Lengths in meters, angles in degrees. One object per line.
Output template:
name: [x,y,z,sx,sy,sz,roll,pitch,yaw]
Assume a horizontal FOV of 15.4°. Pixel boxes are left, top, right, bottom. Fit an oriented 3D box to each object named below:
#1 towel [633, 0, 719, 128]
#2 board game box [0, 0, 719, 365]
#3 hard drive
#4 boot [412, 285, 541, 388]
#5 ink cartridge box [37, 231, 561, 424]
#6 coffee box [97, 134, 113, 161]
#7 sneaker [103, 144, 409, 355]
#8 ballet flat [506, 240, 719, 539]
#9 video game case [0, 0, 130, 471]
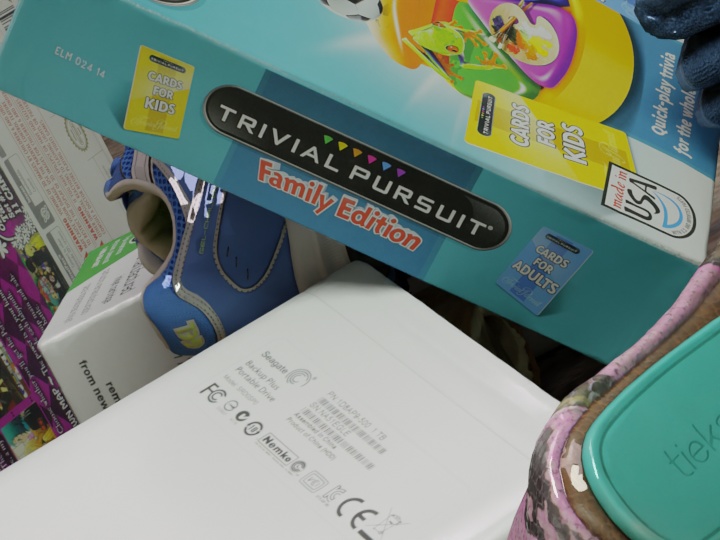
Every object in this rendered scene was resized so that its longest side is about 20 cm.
towel: [0.165,-0.115,0.782,0.111,0.049,0.200,-29,7,41]
board game box: [0.009,-0.068,0.781,0.151,0.199,0.047,-74,10,-55]
hard drive: [-0.046,0.078,0.689,0.199,0.027,0.132,-31,37,-19]
boot: [-0.049,0.068,0.781,0.199,0.066,0.175,-24,12,10]
ink cartridge box: [0.000,0.000,0.936,0.199,0.083,0.147,-26,11,7]
coffee box: [-0.213,0.008,1.137,0.199,0.198,0.199,-31,10,-21]
sneaker: [-0.048,-0.046,0.848,0.077,0.076,0.200,-25,34,1]
ballet flat: [0.098,0.025,0.633,0.200,0.069,0.071,-36,-7,-37]
video game case: [-0.142,-0.001,0.988,0.036,0.201,0.181,-24,11,31]
